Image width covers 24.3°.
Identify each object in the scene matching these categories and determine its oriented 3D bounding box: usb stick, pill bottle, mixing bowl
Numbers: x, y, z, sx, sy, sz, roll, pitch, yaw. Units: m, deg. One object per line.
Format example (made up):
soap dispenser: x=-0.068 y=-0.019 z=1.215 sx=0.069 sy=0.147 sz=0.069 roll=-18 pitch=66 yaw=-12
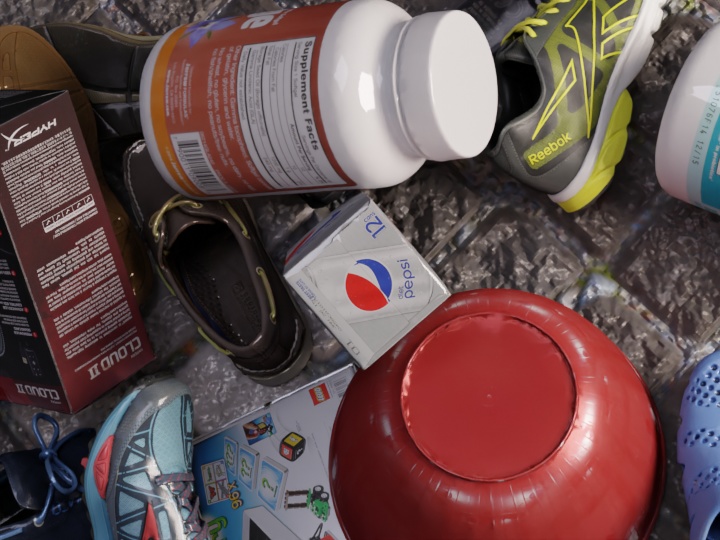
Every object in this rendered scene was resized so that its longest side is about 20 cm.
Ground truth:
usb stick: x=0.034 y=-0.117 z=1.080 sx=0.200 sy=0.033 sz=0.056 roll=-39 pitch=57 yaw=2
pill bottle: x=-0.024 y=-0.103 z=1.005 sx=0.199 sy=0.112 sz=0.113 roll=-2 pitch=70 yaw=31
pill bottle: x=0.274 y=-0.060 z=0.934 sx=0.199 sy=0.111 sz=0.111 roll=25 pitch=80 yaw=25
mixing bowl: x=0.074 y=0.087 z=0.929 sx=0.199 sy=0.109 sz=0.201 roll=-2 pitch=66 yaw=5

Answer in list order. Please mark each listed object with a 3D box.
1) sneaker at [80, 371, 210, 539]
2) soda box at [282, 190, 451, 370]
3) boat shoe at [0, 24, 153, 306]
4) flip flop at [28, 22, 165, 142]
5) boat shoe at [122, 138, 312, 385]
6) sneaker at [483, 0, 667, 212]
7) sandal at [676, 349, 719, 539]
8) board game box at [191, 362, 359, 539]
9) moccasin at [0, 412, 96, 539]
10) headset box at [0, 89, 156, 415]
sneaker: x=-0.106 y=0.160 z=0.977 sx=0.095 sy=0.079 sz=0.201 roll=13 pitch=104 yaw=32
soda box: x=0.000 y=0.000 z=0.954 sx=0.063 sy=0.200 sz=0.068 roll=-41 pitch=95 yaw=2
boat shoe: x=-0.205 y=-0.059 z=1.092 sx=0.072 sy=0.072 sz=0.201 roll=-22 pitch=95 yaw=49
flip flop: x=-0.143 y=-0.132 z=1.131 sx=0.199 sy=0.058 sz=0.082 roll=-4 pitch=99 yaw=6
boat shoe: x=-0.101 y=-0.016 z=1.073 sx=0.072 sy=0.060 sz=0.200 roll=-35 pitch=64 yaw=5
sneaker: x=0.128 y=-0.140 z=1.014 sx=0.074 sy=0.084 sz=0.201 roll=-19 pitch=56 yaw=62
sandal: x=0.207 y=0.135 z=0.901 sx=0.079 sy=0.087 sz=0.201 roll=-7 pitch=67 yaw=18
board game box: x=-0.022 y=0.171 z=0.992 sx=0.126 sy=0.035 sz=0.201 roll=-25 pitch=65 yaw=8
moccasin: x=-0.200 y=0.142 z=1.017 sx=0.200 sy=0.068 sz=0.080 roll=-36 pitch=35 yaw=-16
headset box: x=-0.220 y=-0.006 z=1.029 sx=0.148 sy=0.201 sz=0.077 roll=5 pitch=30 yaw=43
